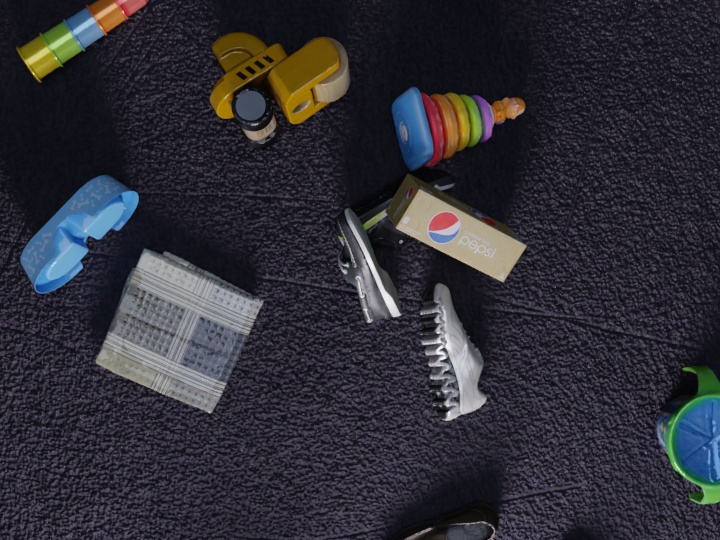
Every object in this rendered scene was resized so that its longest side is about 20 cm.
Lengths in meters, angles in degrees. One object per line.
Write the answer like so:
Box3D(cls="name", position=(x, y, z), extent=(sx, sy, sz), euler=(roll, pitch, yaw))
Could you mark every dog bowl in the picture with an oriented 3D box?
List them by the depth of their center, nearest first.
Box3D(cls="dog bowl", position=(-0.408, -0.056, 1.637), extent=(0.050, 0.111, 0.200), euler=(43, 89, 10))

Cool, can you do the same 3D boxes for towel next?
Box3D(cls="towel", position=(-0.270, 0.087, 1.688), extent=(0.198, 0.035, 0.194), euler=(25, 93, -5))

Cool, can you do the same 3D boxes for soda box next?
Box3D(cls="soda box", position=(0.139, -0.060, 1.647), extent=(0.199, 0.064, 0.068), euler=(26, 106, -24))

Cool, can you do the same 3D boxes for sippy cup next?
Box3D(cls="sippy cup", position=(0.500, 0.240, 1.677), extent=(0.139, 0.130, 0.179), euler=(32, 89, -2))

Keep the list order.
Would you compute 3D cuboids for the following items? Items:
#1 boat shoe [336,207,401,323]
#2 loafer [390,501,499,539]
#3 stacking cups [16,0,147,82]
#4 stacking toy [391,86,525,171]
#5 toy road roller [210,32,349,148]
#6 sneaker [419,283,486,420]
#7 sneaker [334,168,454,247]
Box3D(cls="boat shoe", position=(0.000, 0.000, 1.641), extent=(0.060, 0.076, 0.201), euler=(-20, 123, 9))
Box3D(cls="loafer", position=(0.116, 0.405, 1.690), extent=(0.199, 0.071, 0.074), euler=(-29, 93, -2))
Box3D(cls="stacking cups", position=(-0.402, -0.354, 1.660), extent=(0.199, 0.060, 0.061), euler=(-36, 93, -7))
Box3D(cls="stacking toy", position=(0.154, -0.221, 1.676), extent=(0.198, 0.116, 0.111), euler=(-14, 87, -16))
Box3D(cls="toy road roller", position=(-0.125, -0.285, 1.635), extent=(0.199, 0.123, 0.147), euler=(-32, 81, -3))
Box3D(cls="sneaker", position=(0.138, 0.117, 1.692), extent=(0.080, 0.075, 0.202), euler=(-10, 94, -17))
Box3D(cls="sneaker", position=(0.054, -0.080, 1.690), extent=(0.198, 0.072, 0.083), euler=(-26, 116, -1))
